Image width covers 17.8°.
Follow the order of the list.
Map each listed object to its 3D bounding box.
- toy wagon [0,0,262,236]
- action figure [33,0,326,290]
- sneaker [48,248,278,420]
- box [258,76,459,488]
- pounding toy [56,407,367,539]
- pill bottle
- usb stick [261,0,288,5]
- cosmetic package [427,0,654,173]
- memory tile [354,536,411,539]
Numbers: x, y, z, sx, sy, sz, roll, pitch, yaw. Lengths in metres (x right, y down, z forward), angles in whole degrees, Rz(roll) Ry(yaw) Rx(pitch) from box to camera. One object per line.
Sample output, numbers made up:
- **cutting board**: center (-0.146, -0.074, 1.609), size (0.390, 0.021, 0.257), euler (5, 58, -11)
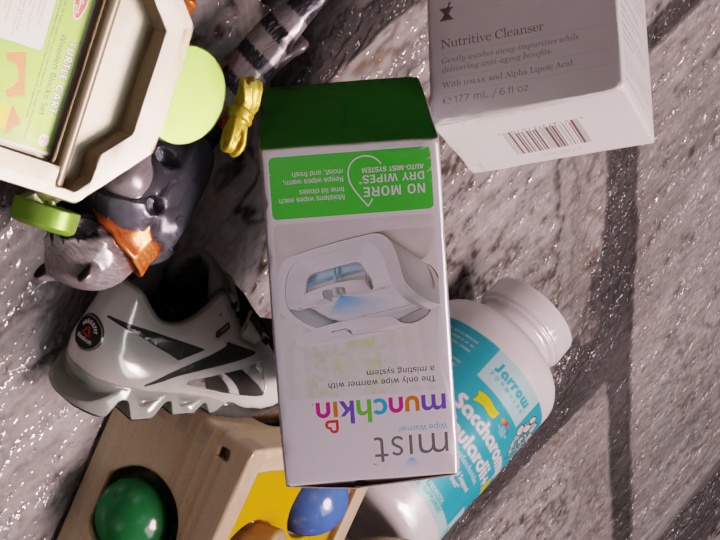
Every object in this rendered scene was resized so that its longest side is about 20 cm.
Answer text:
- **toy wagon**: center (-0.134, -0.096, 1.054), size (0.199, 0.039, 0.156), euler (17, 92, -40)
- **action figure**: center (-0.107, -0.079, 1.138), size (0.195, 0.104, 0.200), euler (-63, 156, -13)
- **sneaker**: center (-0.085, 0.032, 1.309), size (0.199, 0.074, 0.089), euler (-4, 123, -58)
- **box**: center (0.000, 0.000, 1.231), size (0.200, 0.096, 0.178), euler (-98, -176, -76)
- **pounding toy**: center (-0.090, 0.171, 1.366), size (0.199, 0.142, 0.185), euler (2, 115, -60)
- **pill bottle**: center (0.058, 0.097, 1.571), size (0.200, 0.110, 0.111), euler (-47, 150, -22)
- **usb stick**: center (-0.029, -0.231, 1.184), size (0.055, 0.032, 0.201), euler (-31, 141, -41)
- **cosmetic package**: center (0.097, -0.166, 1.274), size (0.081, 0.112, 0.202), euler (43, 40, -63)
- **memory tile**: center (-0.006, 0.216, 1.562), size (0.200, 0.152, 0.017), euler (44, 44, -61)
